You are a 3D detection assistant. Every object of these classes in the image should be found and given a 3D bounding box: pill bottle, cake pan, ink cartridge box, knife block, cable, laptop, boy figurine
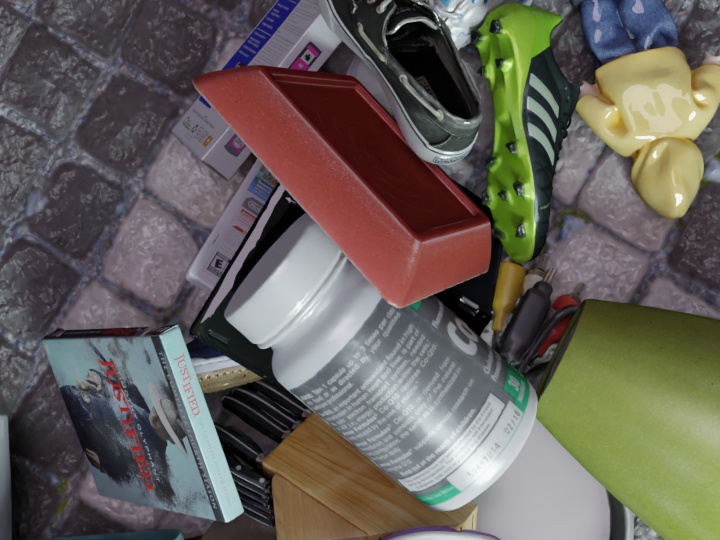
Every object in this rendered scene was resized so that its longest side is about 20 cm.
[{"bbox_3d":[0.013,0.059,0.715,0.200,0.113,0.113,41,91,-12],"label":"pill bottle"},{"bbox_3d":[0.115,0.199,0.850,0.199,0.037,0.202,0,86,6],"label":"cake pan"},{"bbox_3d":[-0.072,-0.171,0.873,0.037,0.095,0.200,36,93,-32],"label":"ink cartridge box"},{"bbox_3d":[-0.021,0.152,0.828,0.198,0.064,0.176,-6,44,-4],"label":"knife block"},{"bbox_3d":[0.118,0.077,0.841,0.097,0.050,0.201,32,79,-4],"label":"cable"},{"bbox_3d":[0.000,0.000,0.820,0.187,0.116,0.201,31,94,-10],"label":"laptop"},{"bbox_3d":[0.234,-0.141,0.848,0.123,0.064,0.201,-18,85,5],"label":"boy figurine"}]

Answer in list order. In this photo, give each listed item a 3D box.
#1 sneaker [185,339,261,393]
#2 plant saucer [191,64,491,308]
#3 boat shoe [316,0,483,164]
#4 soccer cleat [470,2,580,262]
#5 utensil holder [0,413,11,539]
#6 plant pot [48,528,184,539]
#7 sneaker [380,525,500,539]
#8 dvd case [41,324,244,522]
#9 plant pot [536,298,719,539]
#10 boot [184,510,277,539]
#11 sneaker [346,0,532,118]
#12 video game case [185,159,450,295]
[{"bbox_3d":[-0.078,0.027,0.847,0.199,0.070,0.109,-14,78,-20],"label":"sneaker"},{"bbox_3d":[0.005,-0.072,0.735,0.200,0.199,0.037,49,112,11],"label":"plant saucer"},{"bbox_3d":[0.031,-0.175,0.774,0.070,0.064,0.201,-26,74,-20],"label":"boat shoe"},{"bbox_3d":[0.136,-0.108,0.832,0.081,0.067,0.202,-6,94,-27],"label":"soccer cleat"},{"bbox_3d":[-0.360,0.217,0.840,0.169,0.170,0.202,-2,84,7],"label":"utensil holder"},{"bbox_3d":[-0.188,0.325,0.803,0.140,0.141,0.201,-11,108,28],"label":"plant pot"},{"bbox_3d":[0.014,0.238,0.720,0.199,0.075,0.100,-25,58,16],"label":"sneaker"},{"bbox_3d":[-0.173,0.114,0.815,0.199,0.022,0.147,-5,106,49],"label":"dvd case"},{"bbox_3d":[0.232,0.107,0.767,0.199,0.187,0.188,26,89,8],"label":"plant pot"},{"bbox_3d":[-0.105,0.223,0.873,0.199,0.075,0.097,11,62,17],"label":"boot"},{"bbox_3d":[0.060,-0.201,0.846,0.075,0.087,0.200,43,81,12],"label":"sneaker"},{"bbox_3d":[-0.028,-0.038,0.836,0.143,0.018,0.201,33,66,-9],"label":"video game case"}]
